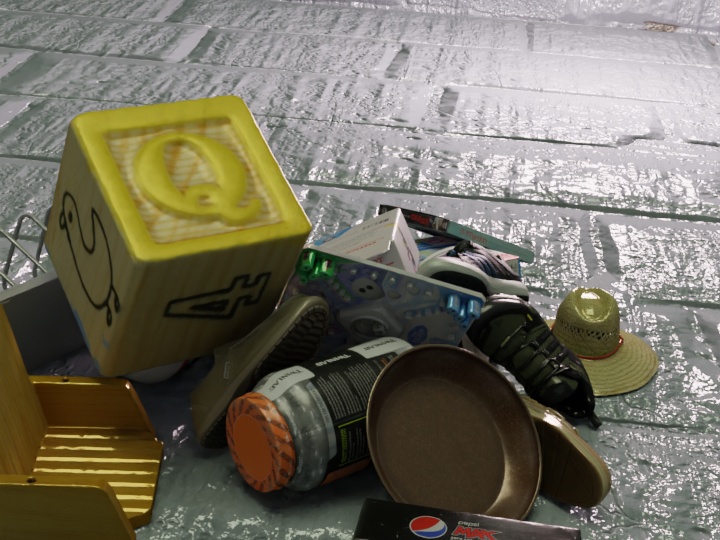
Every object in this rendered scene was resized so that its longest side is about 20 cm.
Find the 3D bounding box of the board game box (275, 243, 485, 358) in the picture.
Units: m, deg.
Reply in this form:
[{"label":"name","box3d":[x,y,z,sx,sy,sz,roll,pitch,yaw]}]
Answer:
[{"label":"board game box","box3d":[0.009,0.062,1.368,0.199,0.200,0.026,16,54,-7]}]

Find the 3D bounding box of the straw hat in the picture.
[{"label":"straw hat","box3d":[0.277,0.067,1.555,0.199,0.086,0.201,2,24,-1]}]

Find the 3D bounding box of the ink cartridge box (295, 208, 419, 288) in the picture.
[{"label":"ink cartridge box","box3d":[0.000,0.000,1.443,0.114,0.068,0.200,-22,12,11]}]

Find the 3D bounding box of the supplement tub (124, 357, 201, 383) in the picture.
[{"label":"supplement tub","box3d":[-0.209,0.035,1.497,0.140,0.141,0.200,16,27,27]}]

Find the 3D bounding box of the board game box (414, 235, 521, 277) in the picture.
[{"label":"board game box","box3d":[0.071,0.010,1.641,0.195,0.056,0.200,-10,14,-29]}]

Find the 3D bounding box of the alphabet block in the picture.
[{"label":"alphabet block","box3d":[-0.193,-0.036,1.308,0.195,0.200,0.196,-14,59,-31]}]

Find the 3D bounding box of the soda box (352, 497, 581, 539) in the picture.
[{"label":"soda box","box3d":[0.093,0.258,1.130,0.198,0.064,0.071,8,24,8]}]

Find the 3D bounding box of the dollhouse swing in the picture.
[{"label":"dollhouse swing","box3d":[-0.287,0.132,1.228,0.180,0.177,0.200,2,23,-3]}]

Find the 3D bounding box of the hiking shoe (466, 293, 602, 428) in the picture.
[{"label":"hiking shoe","box3d":[0.195,0.098,1.394,0.200,0.076,0.101,34,13,-31]}]

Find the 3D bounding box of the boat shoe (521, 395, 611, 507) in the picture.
[{"label":"boat shoe","box3d":[0.197,0.175,1.319,0.064,0.072,0.200,-3,24,-33]}]

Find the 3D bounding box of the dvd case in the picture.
[{"label":"dvd case","box3d":[0.128,-0.052,1.757,0.145,0.022,0.200,19,-1,-28]}]

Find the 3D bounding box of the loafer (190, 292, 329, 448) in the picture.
[{"label":"loafer","box3d":[-0.113,0.093,1.317,0.068,0.200,0.076,47,11,32]}]

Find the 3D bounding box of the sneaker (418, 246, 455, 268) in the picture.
[{"label":"sneaker","box3d":[0.079,0.036,1.464,0.200,0.073,0.114,-30,11,-14]}]

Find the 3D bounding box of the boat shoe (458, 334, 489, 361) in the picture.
[{"label":"boat shoe","box3d":[0.128,0.081,1.513,0.060,0.074,0.200,-11,8,18]}]

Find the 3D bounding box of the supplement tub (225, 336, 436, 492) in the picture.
[{"label":"supplement tub","box3d":[-0.028,0.147,1.291,0.199,0.123,0.122,-15,30,-37]}]

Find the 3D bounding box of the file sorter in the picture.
[{"label":"file sorter","box3d":[-0.395,0.025,1.452,0.124,0.139,0.200,39,37,20]}]

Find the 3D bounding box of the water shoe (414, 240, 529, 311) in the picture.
[{"label":"water shoe","box3d":[0.109,0.007,1.406,0.200,0.071,0.079,19,36,-53]}]

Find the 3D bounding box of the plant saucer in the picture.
[{"label":"plant saucer","box3d":[0.086,0.171,1.248,0.199,0.037,0.202,14,60,-25]}]
